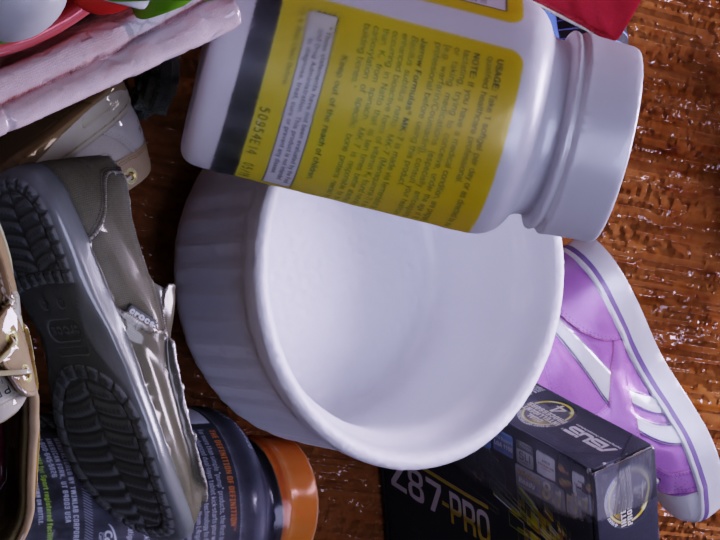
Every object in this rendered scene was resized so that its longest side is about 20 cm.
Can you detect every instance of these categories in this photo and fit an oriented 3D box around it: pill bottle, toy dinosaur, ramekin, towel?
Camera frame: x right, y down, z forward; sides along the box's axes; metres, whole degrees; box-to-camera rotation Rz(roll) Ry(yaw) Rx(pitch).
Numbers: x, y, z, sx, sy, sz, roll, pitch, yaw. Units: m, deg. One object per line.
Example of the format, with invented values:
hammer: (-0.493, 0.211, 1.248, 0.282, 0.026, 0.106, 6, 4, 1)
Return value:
pill bottle: (0.024, -0.082, 1.280, 0.199, 0.114, 0.115, 14, 101, -5)
toy dinosaur: (-0.100, -0.163, 1.318, 0.200, 0.047, 0.088, 78, 25, -45)
ramekin: (0.000, 0.000, 1.408, 0.200, 0.098, 0.201, 1, 89, -38)
pill bottle: (-0.120, 0.123, 1.394, 0.199, 0.106, 0.107, 0, 108, -35)
towel: (-0.172, -0.080, 1.225, 0.191, 0.200, 0.032, -27, 101, -27)

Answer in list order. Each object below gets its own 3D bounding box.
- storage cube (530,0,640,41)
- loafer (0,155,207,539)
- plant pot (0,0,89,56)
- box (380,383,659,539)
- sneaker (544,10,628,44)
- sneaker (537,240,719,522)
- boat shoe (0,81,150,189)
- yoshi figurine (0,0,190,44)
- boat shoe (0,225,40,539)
storage cube: (0.065, -0.245, 1.331, 0.171, 0.200, 0.180, 21, 102, -39)
loafer: (-0.109, 0.034, 1.295, 0.070, 0.075, 0.201, -32, 115, -38)
plant pot: (-0.201, -0.204, 1.164, 0.200, 0.177, 0.201, -14, 116, -31)
box: (0.085, 0.137, 1.485, 0.049, 0.200, 0.162, -18, 118, -30)
sneaker: (0.107, -0.121, 1.429, 0.078, 0.070, 0.200, 47, 39, -26)
sneaker: (0.128, 0.087, 1.586, 0.114, 0.073, 0.201, -38, 115, -13)
boat shoe: (-0.180, -0.016, 1.319, 0.200, 0.074, 0.069, -39, 120, -18)
yoshi figurine: (-0.105, -0.148, 1.081, 0.199, 0.112, 0.112, -18, 101, -26)
boat shoe: (-0.170, 0.044, 1.194, 0.074, 0.066, 0.201, -24, 137, -20)
